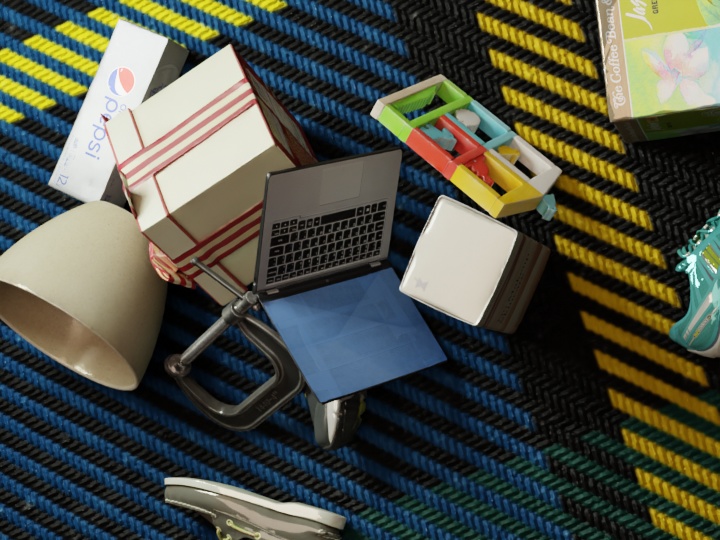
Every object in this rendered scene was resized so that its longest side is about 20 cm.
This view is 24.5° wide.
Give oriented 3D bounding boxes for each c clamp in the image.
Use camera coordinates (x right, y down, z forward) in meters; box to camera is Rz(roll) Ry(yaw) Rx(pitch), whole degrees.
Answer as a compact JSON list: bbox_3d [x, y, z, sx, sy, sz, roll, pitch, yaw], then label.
[{"bbox_3d":[-0.140,0.085,1.719,0.171,0.027,0.200,36,135,-5],"label":"c clamp"}]

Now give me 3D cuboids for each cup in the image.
[{"bbox_3d":[-0.283,0.012,1.761,0.199,0.201,0.144,25,69,16],"label":"cup"}]

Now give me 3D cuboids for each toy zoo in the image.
[{"bbox_3d":[0.120,-0.119,1.679,0.200,0.131,0.021,41,125,16],"label":"toy zoo"}]

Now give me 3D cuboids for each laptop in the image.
[{"bbox_3d":[0.000,0.000,1.652,0.116,0.187,0.201,27,119,38],"label":"laptop"}]

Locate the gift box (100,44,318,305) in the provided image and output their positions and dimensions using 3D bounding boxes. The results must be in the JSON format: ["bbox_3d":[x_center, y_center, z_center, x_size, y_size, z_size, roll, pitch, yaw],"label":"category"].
[{"bbox_3d":[-0.157,-0.103,1.700,0.186,0.200,0.185,-33,46,10],"label":"gift box"}]

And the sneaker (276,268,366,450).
[{"bbox_3d":[-0.045,0.090,1.740,0.084,0.074,0.201,-7,74,21],"label":"sneaker"}]

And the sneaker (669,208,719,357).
[{"bbox_3d":[0.350,-0.016,1.633,0.079,0.077,0.201,11,88,25],"label":"sneaker"}]

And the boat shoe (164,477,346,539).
[{"bbox_3d":[-0.117,0.261,1.738,0.201,0.072,0.061,12,84,13],"label":"boat shoe"}]

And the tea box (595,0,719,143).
[{"bbox_3d":[0.334,-0.244,1.624,0.196,0.134,0.201,-8,83,15],"label":"tea box"}]

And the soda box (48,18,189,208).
[{"bbox_3d":[-0.264,-0.167,1.821,0.068,0.063,0.201,23,91,17],"label":"soda box"}]

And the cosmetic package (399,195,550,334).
[{"bbox_3d":[0.117,-0.002,1.628,0.087,0.200,0.104,25,94,16],"label":"cosmetic package"}]
